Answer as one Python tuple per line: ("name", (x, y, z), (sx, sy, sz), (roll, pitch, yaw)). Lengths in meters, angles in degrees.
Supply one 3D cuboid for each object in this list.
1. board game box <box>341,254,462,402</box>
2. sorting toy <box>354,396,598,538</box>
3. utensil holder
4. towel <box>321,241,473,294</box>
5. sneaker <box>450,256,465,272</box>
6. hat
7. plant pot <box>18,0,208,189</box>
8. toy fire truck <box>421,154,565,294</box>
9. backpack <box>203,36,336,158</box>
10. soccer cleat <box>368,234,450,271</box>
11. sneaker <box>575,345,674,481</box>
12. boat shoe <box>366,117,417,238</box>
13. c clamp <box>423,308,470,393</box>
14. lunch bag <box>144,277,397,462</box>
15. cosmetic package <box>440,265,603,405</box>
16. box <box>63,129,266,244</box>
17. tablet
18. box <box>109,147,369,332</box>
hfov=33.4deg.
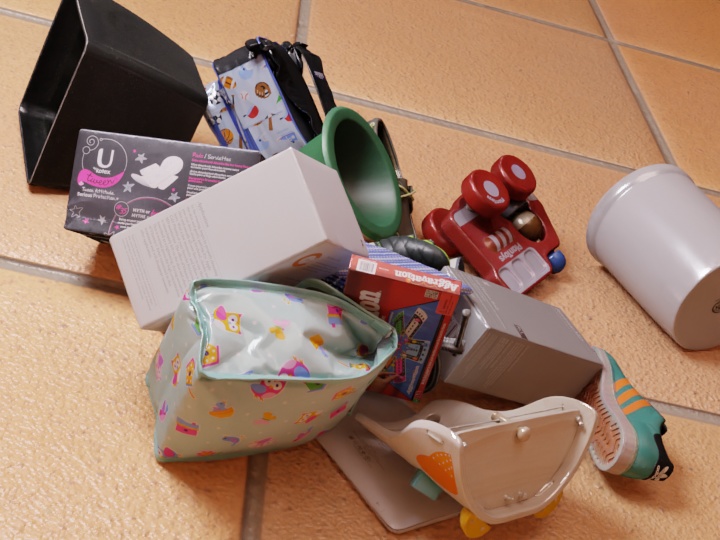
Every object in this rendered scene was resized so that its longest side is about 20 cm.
("board game box", (0.026, 0.060, 1.144), (0.103, 0.200, 0.019), (14, 54, 1))
("sorting toy", (0.093, 0.165, 1.159), (0.200, 0.107, 0.180), (-3, 17, -42))
("utensil holder", (0.422, -0.016, 1.581), (0.170, 0.170, 0.200), (-1, 38, -29))
("towel", (0.000, 0.000, 1.250), (0.145, 0.024, 0.200), (-3, 17, -36))
("sneaker", (0.066, 0.050, 1.397), (0.082, 0.070, 0.200), (2, 28, 18))
("hat", (-0.071, -0.102, 1.481), (0.176, 0.200, 0.166), (-19, 25, 27))
("plant pot", (-0.305, -0.211, 1.496), (0.177, 0.200, 0.200), (17, 27, -29))
("toy fire truck", (0.191, -0.048, 1.585), (0.168, 0.112, 0.200), (52, 39, 7))
("backpack", (-0.114, -0.197, 1.566), (0.191, 0.154, 0.200), (58, 17, 0))
("soccer cleat", (0.009, 0.000, 1.382), (0.200, 0.068, 0.081), (3, 41, 33))
("sneaker", (0.288, 0.162, 1.322), (0.080, 0.071, 0.200), (23, 29, -16))
("boat shoe", (0.034, -0.106, 1.552), (0.072, 0.060, 0.202), (17, 46, -55))
("c clamp", (0.009, 0.070, 1.201), (0.200, 0.171, 0.027), (8, 54, 8))
("lunch bag", (-0.080, 0.094, 1.109), (0.200, 0.170, 0.122), (2, 55, -24))
("cosmetic package", (0.158, 0.079, 1.305), (0.200, 0.090, 0.107), (15, 30, -40))
("box", (-0.202, -0.079, 1.315), (0.200, 0.115, 0.132), (9, -4, 6))
("tablet", (0.028, 0.178, 1.202), (0.130, 0.014, 0.200), (-7, 39, -37))
("box", (-0.113, -0.022, 1.139), (0.098, 0.200, 0.124), (69, 15, 12))
